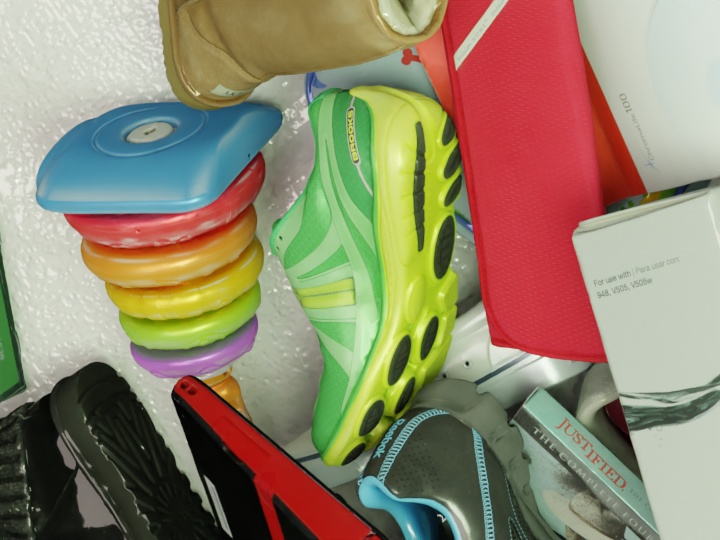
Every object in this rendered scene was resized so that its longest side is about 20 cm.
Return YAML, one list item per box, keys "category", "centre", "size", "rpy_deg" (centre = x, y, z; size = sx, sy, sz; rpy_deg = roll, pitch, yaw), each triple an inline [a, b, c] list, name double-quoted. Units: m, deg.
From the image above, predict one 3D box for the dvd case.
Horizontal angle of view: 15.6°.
- category: "dvd case"
  centre: [0.098, 0.160, 1.335]
  size: [0.146, 0.022, 0.200]
  rpy_deg: [44, 140, 7]

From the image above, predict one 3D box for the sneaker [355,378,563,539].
- category: "sneaker"
  centre: [0.068, 0.154, 1.276]
  size: [0.073, 0.082, 0.200]
  rpy_deg: [-26, 103, 49]

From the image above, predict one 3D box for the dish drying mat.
- category: "dish drying mat"
  centre: [0.076, -0.053, 1.217]
  size: [0.077, 0.018, 0.201]
  rpy_deg: [6, 115, 36]

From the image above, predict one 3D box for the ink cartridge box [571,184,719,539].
- category: "ink cartridge box"
  centre: [0.190, 0.055, 1.179]
  size: [0.083, 0.146, 0.201]
  rpy_deg: [-18, 88, 42]

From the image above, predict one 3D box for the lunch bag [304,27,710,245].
- category: "lunch bag"
  centre: [0.081, -0.090, 1.280]
  size: [0.200, 0.082, 0.161]
  rpy_deg: [35, 115, 11]

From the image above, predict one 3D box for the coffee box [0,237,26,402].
- category: "coffee box"
  centre: [-0.293, 0.022, 1.497]
  size: [0.199, 0.044, 0.123]
  rpy_deg: [-3, 104, 24]

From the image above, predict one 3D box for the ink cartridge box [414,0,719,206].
- category: "ink cartridge box"
  centre: [0.112, -0.110, 1.188]
  size: [0.200, 0.047, 0.160]
  rpy_deg: [-22, 97, 26]

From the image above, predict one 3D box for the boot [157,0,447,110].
- category: "boot"
  centre: [-0.035, -0.172, 1.255]
  size: [0.200, 0.066, 0.176]
  rpy_deg: [-17, 86, 59]

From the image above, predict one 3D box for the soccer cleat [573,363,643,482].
- category: "soccer cleat"
  centre: [0.189, 0.112, 1.288]
  size: [0.200, 0.086, 0.070]
  rpy_deg: [34, 115, 11]

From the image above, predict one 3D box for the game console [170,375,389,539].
- category: "game console"
  centre: [-0.020, 0.156, 1.340]
  size: [0.177, 0.031, 0.200]
  rpy_deg: [43, 160, 33]

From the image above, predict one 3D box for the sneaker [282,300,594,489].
- category: "sneaker"
  centre: [0.024, 0.059, 1.362]
  size: [0.200, 0.073, 0.071]
  rpy_deg: [-27, 84, 19]

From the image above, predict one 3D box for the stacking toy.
- category: "stacking toy"
  centre: [-0.089, 0.015, 1.388]
  size: [0.109, 0.116, 0.201]
  rpy_deg: [0, 119, 24]

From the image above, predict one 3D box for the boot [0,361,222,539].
- category: "boot"
  centre: [-0.160, 0.168, 1.461]
  size: [0.158, 0.079, 0.212]
  rpy_deg: [-30, 85, 24]

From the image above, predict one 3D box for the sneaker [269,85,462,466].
- category: "sneaker"
  centre: [0.000, 0.000, 1.281]
  size: [0.083, 0.074, 0.201]
  rpy_deg: [23, 119, 31]
